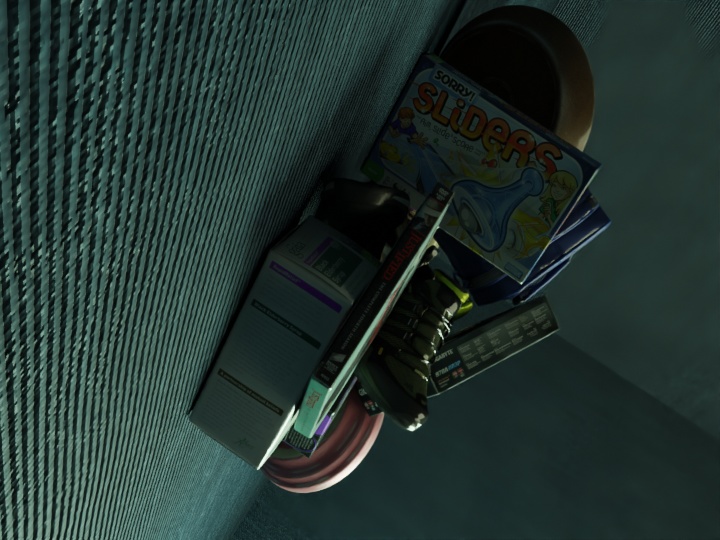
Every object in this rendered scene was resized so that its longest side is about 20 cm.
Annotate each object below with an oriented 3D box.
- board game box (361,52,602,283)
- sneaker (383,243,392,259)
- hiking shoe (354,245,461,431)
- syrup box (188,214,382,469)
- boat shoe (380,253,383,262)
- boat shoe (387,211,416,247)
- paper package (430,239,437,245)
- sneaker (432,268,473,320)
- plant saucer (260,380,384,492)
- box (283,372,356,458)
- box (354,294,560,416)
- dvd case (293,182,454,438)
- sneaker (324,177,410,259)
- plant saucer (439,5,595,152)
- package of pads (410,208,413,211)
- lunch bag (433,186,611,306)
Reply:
[{"bbox_3d":[0.114,-0.100,0.830,0.136,0.199,0.034,-60,168,24],"label":"board game box"},{"bbox_3d":[0.000,0.000,1.066,0.082,0.075,0.200,-40,163,-11],"label":"sneaker"},{"bbox_3d":[0.048,0.055,0.808,0.100,0.076,0.202,-36,-143,24],"label":"hiking shoe"},{"bbox_3d":[-0.065,0.063,0.719,0.201,0.081,0.079,-59,176,30],"label":"syrup box"},{"bbox_3d":[-0.031,0.022,0.882,0.201,0.071,0.065,-54,175,-33],"label":"boat shoe"},{"bbox_3d":[0.060,-0.063,1.123,0.200,0.065,0.075,-104,-177,-79],"label":"boat shoe"},{"bbox_3d":[0.067,-0.038,1.376,0.202,0.103,0.191,-59,176,14],"label":"paper package"},{"bbox_3d":[0.067,0.059,1.004,0.081,0.074,0.200,-41,171,-15],"label":"sneaker"},{"bbox_3d":[-0.064,0.172,1.060,0.051,0.199,0.202,43,75,-43],"label":"plant saucer"},{"bbox_3d":[-0.042,0.085,0.960,0.201,0.105,0.123,-55,175,-38],"label":"box"},{"bbox_3d":[0.111,0.101,0.988,0.198,0.047,0.159,-22,174,-32],"label":"box"},{"bbox_3d":[0.010,0.036,0.713,0.201,0.022,0.146,-58,174,-27],"label":"dvd case"},{"bbox_3d":[-0.001,-0.010,0.767,0.200,0.074,0.117,82,18,-83],"label":"sneaker"},{"bbox_3d":[0.140,-0.168,0.864,0.034,0.200,0.202,-6,133,-51],"label":"plant saucer"},{"bbox_3d":[0.104,-0.124,1.054,0.200,0.119,0.077,-38,119,-75],"label":"package of pads"},{"bbox_3d":[0.191,-0.041,1.021,0.199,0.133,0.136,-36,180,-10],"label":"lunch bag"}]
